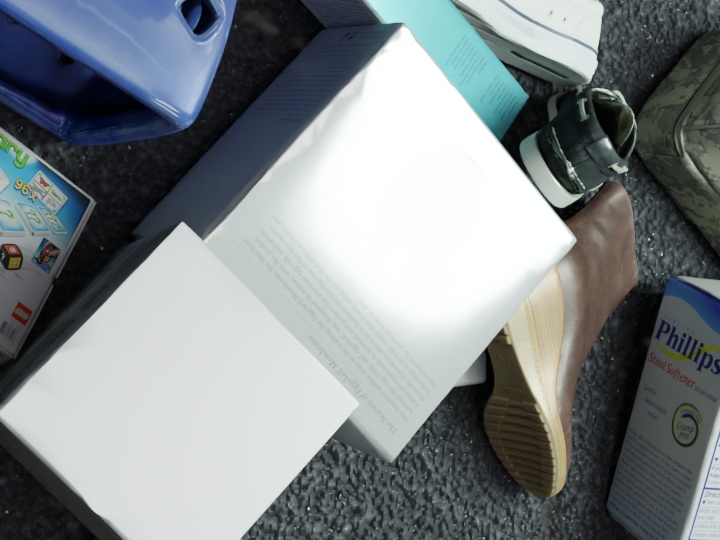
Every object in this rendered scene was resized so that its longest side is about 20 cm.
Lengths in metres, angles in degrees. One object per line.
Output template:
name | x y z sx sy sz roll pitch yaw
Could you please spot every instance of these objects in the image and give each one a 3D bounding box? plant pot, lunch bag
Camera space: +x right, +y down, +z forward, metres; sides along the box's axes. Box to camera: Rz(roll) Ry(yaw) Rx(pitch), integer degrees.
plant pot | -0.174 -0.201 0.960 0.199 0.200 0.181 33 75 -25
lunch bag | 0.334 -0.083 1.241 0.139 0.167 0.200 -48 114 -14

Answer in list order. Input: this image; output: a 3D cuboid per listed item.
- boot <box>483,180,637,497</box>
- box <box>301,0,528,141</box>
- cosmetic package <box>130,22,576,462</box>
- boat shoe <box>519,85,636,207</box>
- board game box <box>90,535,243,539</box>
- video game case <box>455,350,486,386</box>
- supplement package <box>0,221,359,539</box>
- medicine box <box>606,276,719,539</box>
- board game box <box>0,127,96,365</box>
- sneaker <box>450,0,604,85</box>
boot | 0.162 0.053 1.225 0.166 0.072 0.201 -36 127 -34
box | 0.025 -0.164 1.099 0.200 0.082 0.049 44 74 -39
cosmetic package | -0.004 -0.020 1.077 0.200 0.123 0.200 -48 114 -17
boat shoe | 0.166 -0.095 1.151 0.060 0.200 0.076 -31 100 23
board game box | -0.160 0.242 1.103 0.200 0.032 0.120 -46 109 -15
video game case | 0.000 0.000 1.162 0.199 0.022 0.183 -5 97 -26
supplement package | -0.127 0.082 0.992 0.152 0.200 0.151 46 74 -10
medicine box | 0.311 0.120 1.268 0.181 0.103 0.201 7 104 -27
board game box | -0.267 -0.049 0.989 0.200 0.035 0.127 40 53 -24
sneaker | 0.093 -0.198 1.170 0.199 0.073 0.071 21 76 -36
